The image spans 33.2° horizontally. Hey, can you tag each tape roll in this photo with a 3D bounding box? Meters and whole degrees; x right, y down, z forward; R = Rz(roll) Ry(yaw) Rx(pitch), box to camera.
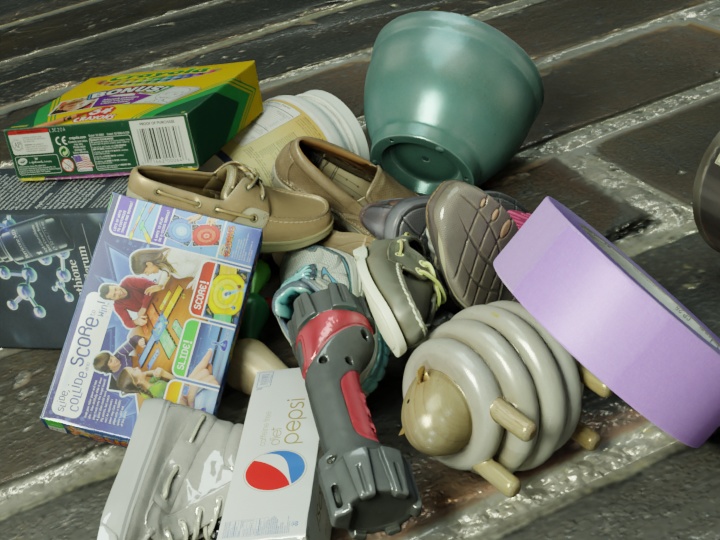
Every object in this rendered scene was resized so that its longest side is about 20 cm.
[{"bbox_3d":[0.191,0.035,0.879,0.066,0.199,0.201,-50,27,12],"label":"tape roll"}]

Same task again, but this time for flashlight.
[{"bbox_3d":[-0.004,0.096,0.860,0.067,0.068,0.201,-39,40,15],"label":"flashlight"}]

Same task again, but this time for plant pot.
[{"bbox_3d":[0.085,-0.159,1.301,0.198,0.201,0.136,7,59,29],"label":"plant pot"}]

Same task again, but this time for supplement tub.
[{"bbox_3d":[-0.099,-0.097,1.271,0.143,0.146,0.199,17,38,41],"label":"supplement tub"}]

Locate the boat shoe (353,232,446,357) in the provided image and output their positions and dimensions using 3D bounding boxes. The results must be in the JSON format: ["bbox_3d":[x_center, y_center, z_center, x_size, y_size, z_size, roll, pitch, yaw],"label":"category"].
[{"bbox_3d":[0.033,0.012,0.956,0.059,0.073,0.202,-21,13,1],"label":"boat shoe"}]

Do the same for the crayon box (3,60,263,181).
[{"bbox_3d":[-0.218,-0.149,1.189,0.197,0.059,0.173,-2,25,19],"label":"crayon box"}]

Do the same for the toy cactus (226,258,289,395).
[{"bbox_3d":[-0.128,0.073,1.057,0.164,0.103,0.199,30,43,25],"label":"toy cactus"}]

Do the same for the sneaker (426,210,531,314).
[{"bbox_3d":[0.131,-0.002,1.101,0.198,0.089,0.073,-4,22,-42],"label":"sneaker"}]

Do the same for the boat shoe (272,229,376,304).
[{"bbox_3d":[0.000,0.000,1.145,0.198,0.073,0.064,22,8,40],"label":"boat shoe"}]

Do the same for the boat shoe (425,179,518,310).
[{"bbox_3d":[0.090,0.000,0.972,0.075,0.201,0.073,-46,45,-15],"label":"boat shoe"}]

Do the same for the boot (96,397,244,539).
[{"bbox_3d":[-0.131,0.179,0.862,0.094,0.074,0.202,12,46,-2],"label":"boot"}]

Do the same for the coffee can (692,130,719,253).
[{"bbox_3d":[0.393,-0.043,0.998,0.144,0.148,0.200,-19,29,-15],"label":"coffee can"}]

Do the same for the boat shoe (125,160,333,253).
[{"bbox_3d":[-0.113,-0.061,1.090,0.197,0.065,0.071,-1,32,-24],"label":"boat shoe"}]

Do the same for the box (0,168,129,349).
[{"bbox_3d":[-0.283,-0.013,1.180,0.197,0.150,0.107,0,29,19],"label":"box"}]

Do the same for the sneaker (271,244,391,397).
[{"bbox_3d":[-0.039,0.024,1.049,0.078,0.086,0.200,-51,34,12],"label":"sneaker"}]

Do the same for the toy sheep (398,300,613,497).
[{"bbox_3d":[0.107,0.087,0.892,0.198,0.140,0.137,-15,25,-40],"label":"toy sheep"}]

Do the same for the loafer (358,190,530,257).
[{"bbox_3d":[0.084,-0.046,1.133,0.198,0.073,0.063,1,15,-44],"label":"loafer"}]

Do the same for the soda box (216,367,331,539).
[{"bbox_3d":[-0.054,0.153,0.882,0.063,0.069,0.201,-6,29,8],"label":"soda box"}]

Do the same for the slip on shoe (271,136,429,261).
[{"bbox_3d":[0.010,-0.073,1.182,0.198,0.061,0.077,28,55,-8],"label":"slip on shoe"}]

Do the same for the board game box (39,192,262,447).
[{"bbox_3d":[-0.168,0.046,0.993,0.133,0.035,0.203,14,68,0],"label":"board game box"}]
